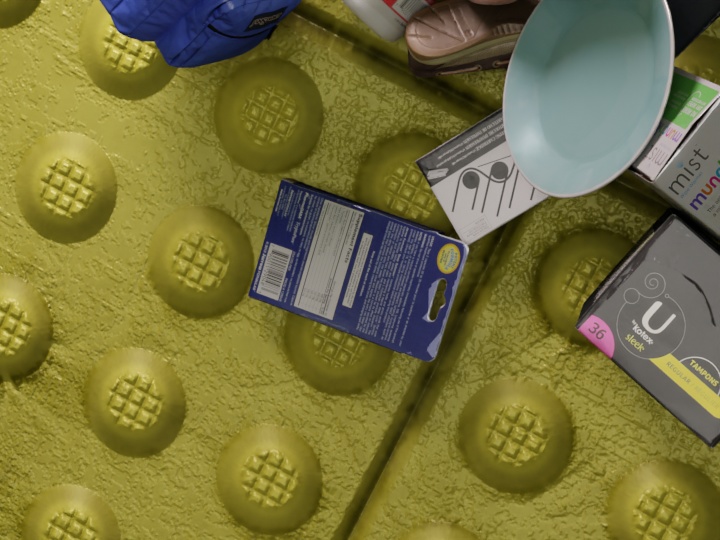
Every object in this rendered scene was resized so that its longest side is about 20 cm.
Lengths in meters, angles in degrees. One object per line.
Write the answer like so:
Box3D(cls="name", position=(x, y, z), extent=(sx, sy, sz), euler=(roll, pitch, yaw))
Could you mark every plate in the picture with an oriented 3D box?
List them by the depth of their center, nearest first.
Box3D(cls="plate", position=(0.193, -0.158, 1.162), extent=(0.200, 0.025, 0.202), euler=(-18, 68, 51))

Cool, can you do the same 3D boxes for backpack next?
Box3D(cls="backpack", position=(-0.124, -0.293, 1.246), extent=(0.168, 0.162, 0.200), euler=(55, 136, 2))

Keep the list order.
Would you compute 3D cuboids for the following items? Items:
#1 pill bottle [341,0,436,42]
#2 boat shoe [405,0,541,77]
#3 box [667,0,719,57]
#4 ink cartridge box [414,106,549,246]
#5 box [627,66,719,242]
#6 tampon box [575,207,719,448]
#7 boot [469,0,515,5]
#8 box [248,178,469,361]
Box3D(cls="pill bottle", position=(0.059, -0.315, 1.260), extent=(0.112, 0.112, 0.200), euler=(46, 101, 5))
Box3D(cls="boat shoe", position=(0.137, -0.219, 1.278), extent=(0.199, 0.072, 0.073), euler=(-18, 65, -7))
Box3D(cls="box", position=(0.278, -0.327, 1.168), extent=(0.196, 0.124, 0.200), euler=(-41, 85, -21))
Box3D(cls="ink cartridge box", position=(0.160, -0.114, 1.289), extent=(0.199, 0.044, 0.094), euler=(-32, 90, 12))
Box3D(cls="box", position=(0.303, -0.078, 1.160), extent=(0.176, 0.200, 0.097), euler=(36, 100, -13))
Box3D(cls="tampon box", position=(0.282, 0.041, 1.197), extent=(0.150, 0.200, 0.126), euler=(41, 101, 6))
Box3D(cls="boot", position=(0.128, -0.299, 1.148), extent=(0.070, 0.199, 0.147), euler=(-43, 118, -27))
Box3D(cls="box", position=(0.000, 0.000, 1.330), extent=(0.199, 0.032, 0.122), euler=(20, 98, 18))
